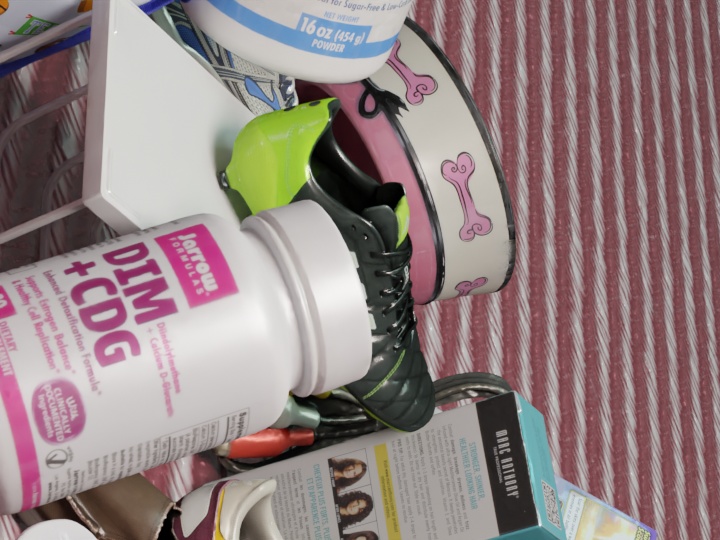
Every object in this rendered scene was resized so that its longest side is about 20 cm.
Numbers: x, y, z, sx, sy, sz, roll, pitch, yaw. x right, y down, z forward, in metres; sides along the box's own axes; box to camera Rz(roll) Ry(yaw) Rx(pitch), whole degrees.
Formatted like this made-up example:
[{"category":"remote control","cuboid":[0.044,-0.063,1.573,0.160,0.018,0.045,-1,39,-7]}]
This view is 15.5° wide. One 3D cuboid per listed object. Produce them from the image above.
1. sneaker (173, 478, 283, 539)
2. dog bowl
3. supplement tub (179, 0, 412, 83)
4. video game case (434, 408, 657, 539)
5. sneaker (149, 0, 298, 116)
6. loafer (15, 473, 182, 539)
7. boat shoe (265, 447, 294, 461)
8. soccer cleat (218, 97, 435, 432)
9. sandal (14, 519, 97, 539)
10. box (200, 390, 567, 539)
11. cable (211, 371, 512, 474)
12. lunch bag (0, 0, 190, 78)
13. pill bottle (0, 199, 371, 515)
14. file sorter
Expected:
[{"category":"sneaker","cuboid":[-0.052,0.213,1.441,0.201,0.090,0.075,68,24,-1]},{"category":"dog bowl","cuboid":[0.021,-0.065,1.738,0.200,0.074,0.200,55,-21,33]},{"category":"supplement tub","cuboid":[-0.012,-0.217,1.442,0.131,0.201,0.132,18,29,-10]},{"category":"video game case","cuboid":[0.080,0.209,1.634,0.181,0.045,0.200,29,54,-13]},{"category":"sneaker","cuboid":[-0.067,-0.125,1.666,0.200,0.085,0.077,47,5,-41]},{"category":"loafer","cuboid":[-0.126,0.124,1.376,0.200,0.071,0.073,60,25,-13]},{"category":"boat shoe","cuboid":[-0.018,0.133,1.600,0.072,0.071,0.200,50,30,-36]},{"category":"soccer cleat","cuboid":[0.000,0.000,1.429,0.200,0.081,0.068,60,27,-18]},{"category":"sandal","cuboid":[-0.163,0.222,1.251,0.079,0.059,0.208,1,90,-47]},{"category":"box","cuboid":[0.012,0.138,1.495,0.049,0.199,0.083,40,36,-60]},{"category":"cable","cuboid":[-0.007,0.093,1.552,0.199,0.097,0.050,11,24,-14]},{"category":"lunch bag","cuboid":[-0.161,-0.218,1.430,0.124,0.199,0.171,18,54,-60]},{"category":"pill bottle","cuboid":[-0.103,0.038,1.298,0.113,0.199,0.114,162,-90,-72]},{"category":"file sorter","cuboid":[-0.126,-0.027,1.438,0.200,0.124,0.139,42,36,-44]}]
